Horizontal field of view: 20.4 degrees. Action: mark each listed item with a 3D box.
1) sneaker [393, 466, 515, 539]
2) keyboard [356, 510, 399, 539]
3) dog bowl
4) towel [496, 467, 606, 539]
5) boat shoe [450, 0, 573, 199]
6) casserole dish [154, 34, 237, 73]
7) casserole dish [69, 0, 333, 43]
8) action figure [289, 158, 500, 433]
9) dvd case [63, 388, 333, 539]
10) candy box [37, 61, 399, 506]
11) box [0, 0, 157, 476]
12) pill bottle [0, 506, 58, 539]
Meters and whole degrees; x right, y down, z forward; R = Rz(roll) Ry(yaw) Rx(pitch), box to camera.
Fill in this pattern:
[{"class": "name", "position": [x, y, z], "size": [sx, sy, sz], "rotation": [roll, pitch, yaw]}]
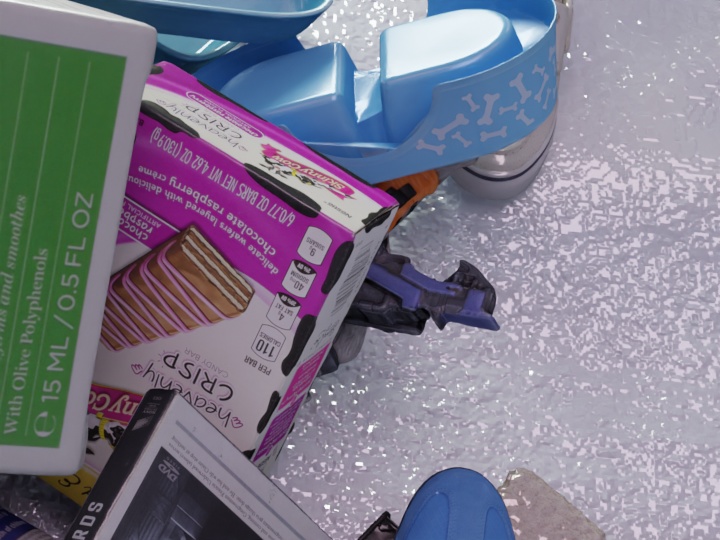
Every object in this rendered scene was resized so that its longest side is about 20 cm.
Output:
[{"class": "sneaker", "position": [0.039, 0.173, 0.884], "size": [0.066, 0.079, 0.201], "rotation": [15, 61, -3]}, {"class": "keyboard", "position": [-0.043, 0.191, 0.947], "size": [0.127, 0.021, 0.200], "rotation": [42, 62, 10]}, {"class": "dog bowl", "position": [0.005, -0.086, 0.999], "size": [0.199, 0.050, 0.112], "rotation": [-13, 30, 8]}, {"class": "towel", "position": [0.068, 0.198, 0.939], "size": [0.132, 0.034, 0.200], "rotation": [40, 62, 6]}, {"class": "boat shoe", "position": [0.088, -0.136, 1.129], "size": [0.071, 0.070, 0.201], "rotation": [15, 58, 1]}, {"class": "casserole dish", "position": [-0.103, -0.170, 1.101], "size": [0.121, 0.039, 0.200], "rotation": [39, 39, 0]}, {"class": "casserole dish", "position": [-0.104, -0.166, 1.019], "size": [0.199, 0.039, 0.121], "rotation": [5, 50, -21]}, {"class": "action figure", "position": [0.000, 0.000, 1.022], "size": [0.199, 0.105, 0.194], "rotation": [17, 62, 28]}, {"class": "dvd case", "position": [-0.087, 0.175, 0.867], "size": [0.025, 0.150, 0.200], "rotation": [-1, 52, 43]}, {"class": "candy box", "position": [-0.086, 0.024, 0.939], "size": [0.136, 0.200, 0.061], "rotation": [31, 26, 12]}, {"class": "box", "position": [-0.216, -0.034, 0.871], "size": [0.171, 0.200, 0.200], "rotation": [7, 98, -32]}, {"class": "pill bottle", "position": [-0.222, 0.138, 0.898], "size": [0.200, 0.116, 0.116], "rotation": [29, 60, 9]}]
